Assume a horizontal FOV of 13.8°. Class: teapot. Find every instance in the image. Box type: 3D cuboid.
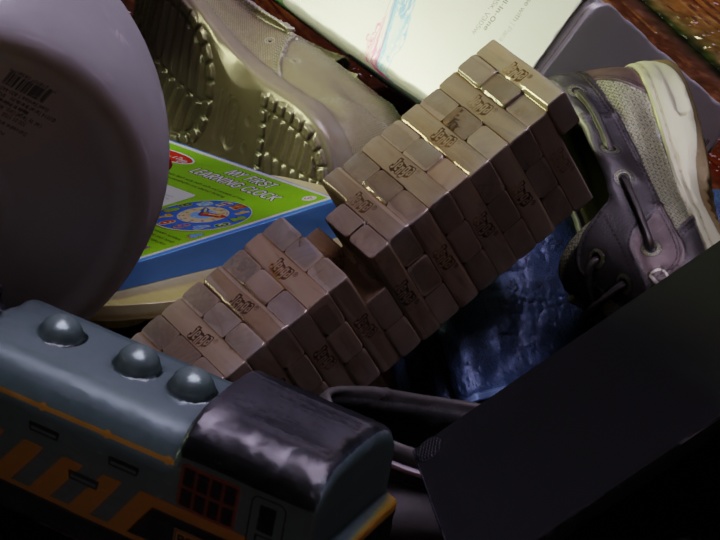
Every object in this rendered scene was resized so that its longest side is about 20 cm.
[{"bbox_3d":[-0.169,-0.067,1.078,0.197,0.200,0.146,-11,44,-6],"label":"teapot"}]

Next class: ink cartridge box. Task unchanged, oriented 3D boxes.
[{"bbox_3d":[0.056,-0.109,1.407,0.200,0.088,0.145,35,2,39],"label":"ink cartridge box"}]

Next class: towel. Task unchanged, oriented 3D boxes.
[{"bbox_3d":[0.107,0.016,1.244,0.200,0.049,0.112,-2,63,-24],"label":"towel"}]

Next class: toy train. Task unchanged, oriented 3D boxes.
[{"bbox_3d":[-0.079,0.076,1.028,0.200,0.114,0.085,23,28,21],"label":"toy train"}]

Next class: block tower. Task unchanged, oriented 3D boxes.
[{"bbox_3d":[0.000,0.000,1.153,0.200,0.058,0.054,-40,44,-8],"label":"block tower"}]

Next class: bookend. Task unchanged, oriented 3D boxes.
[{"bbox_3d":[0.160,0.096,1.081,0.200,0.199,0.092,-34,29,8],"label":"bookend"}]

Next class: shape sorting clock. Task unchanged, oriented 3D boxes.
[{"bbox_3d":[-0.094,-0.011,1.250,0.200,0.039,0.200,-6,19,2],"label":"shape sorting clock"}]

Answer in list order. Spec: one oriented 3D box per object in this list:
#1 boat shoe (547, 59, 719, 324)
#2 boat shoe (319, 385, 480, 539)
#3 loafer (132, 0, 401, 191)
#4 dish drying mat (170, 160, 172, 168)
[{"bbox_3d":[0.110,-0.001,1.184,0.066,0.072,0.201,-2,52,-8],"label":"boat shoe"},{"bbox_3d":[0.070,0.079,1.145,0.200,0.057,0.067,3,28,-16],"label":"boat shoe"},{"bbox_3d":[-0.045,-0.080,1.397,0.068,0.076,0.200,-2,32,-35],"label":"loafer"},{"bbox_3d":[-0.154,-0.096,1.165,0.077,0.200,0.018,-15,42,22],"label":"dish drying mat"}]
